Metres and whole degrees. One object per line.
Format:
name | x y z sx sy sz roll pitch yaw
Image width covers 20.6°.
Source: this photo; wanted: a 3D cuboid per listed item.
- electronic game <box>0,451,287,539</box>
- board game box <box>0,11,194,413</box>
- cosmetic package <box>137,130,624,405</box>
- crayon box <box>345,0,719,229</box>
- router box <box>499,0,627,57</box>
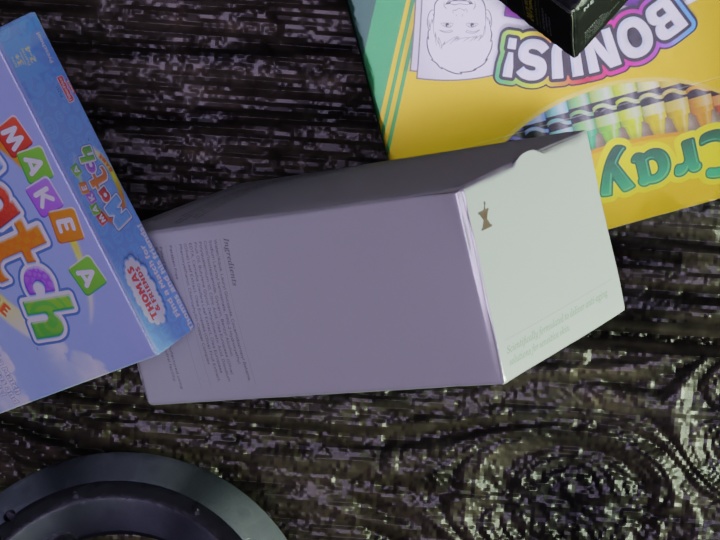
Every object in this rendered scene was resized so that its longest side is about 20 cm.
electronic game | -0.116 0.184 0.931 0.198 0.042 0.202 -1 69 2
board game box | -0.186 -0.008 0.885 0.199 0.037 0.152 -21 100 34
cosmetic package | 0.000 0.000 0.859 0.199 0.107 0.086 -5 103 40
crayon box | 0.099 -0.107 0.918 0.198 0.058 0.174 -15 99 1
router box | 0.101 -0.213 0.856 0.149 0.051 0.200 40 80 17
